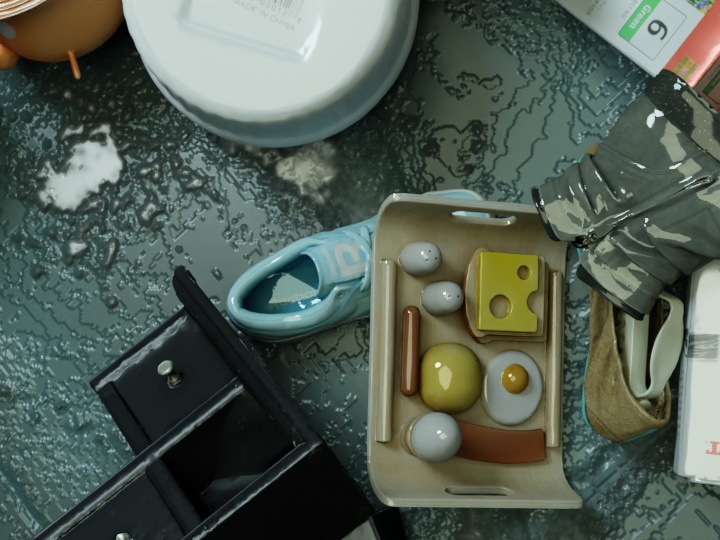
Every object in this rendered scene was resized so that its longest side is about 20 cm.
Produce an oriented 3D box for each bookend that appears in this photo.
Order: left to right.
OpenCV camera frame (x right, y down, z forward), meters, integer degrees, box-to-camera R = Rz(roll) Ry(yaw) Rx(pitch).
[{"bbox_3d":[-0.131,0.133,0.894,0.199,0.092,0.200,-38,47,-5],"label":"bookend"}]

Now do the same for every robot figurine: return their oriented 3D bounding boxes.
[{"bbox_3d":[-0.235,-0.229,0.978,0.144,0.117,0.200,-37,62,-5],"label":"robot figurine"}]

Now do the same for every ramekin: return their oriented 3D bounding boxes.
[{"bbox_3d":[-0.061,-0.183,0.905,0.200,0.098,0.201,0,93,3],"label":"ramekin"}]

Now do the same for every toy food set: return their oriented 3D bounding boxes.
[{"bbox_3d":[0.082,0.054,0.910,0.143,0.060,0.201,4,85,-19],"label":"toy food set"}]

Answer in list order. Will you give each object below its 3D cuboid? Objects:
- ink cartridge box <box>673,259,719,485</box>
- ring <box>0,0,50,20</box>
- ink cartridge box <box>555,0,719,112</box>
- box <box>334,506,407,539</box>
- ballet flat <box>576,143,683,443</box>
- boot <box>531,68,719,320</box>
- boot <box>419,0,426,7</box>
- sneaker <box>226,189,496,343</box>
[{"bbox_3d":[0.283,0.042,0.894,0.145,0.084,0.201,5,85,10],"label":"ink cartridge box"},{"bbox_3d":[-0.251,-0.256,0.902,0.200,0.019,0.201,0,84,3],"label":"ring"},{"bbox_3d":[0.229,-0.164,0.893,0.109,0.050,0.200,-52,53,13],"label":"ink cartridge box"},{"bbox_3d":[-0.047,0.262,0.925,0.199,0.104,0.148,-22,81,8],"label":"box"},{"bbox_3d":[0.181,0.013,0.907,0.068,0.072,0.201,6,82,-34],"label":"ballet flat"},{"bbox_3d":[0.210,-0.015,0.849,0.200,0.068,0.131,45,105,12],"label":"boot"},{"bbox_3d":[-0.006,-0.251,0.976,0.165,0.066,0.200,36,98,-1],"label":"boot"},{"bbox_3d":[0.000,0.000,0.949,0.200,0.082,0.074,-27,82,7],"label":"sneaker"}]
